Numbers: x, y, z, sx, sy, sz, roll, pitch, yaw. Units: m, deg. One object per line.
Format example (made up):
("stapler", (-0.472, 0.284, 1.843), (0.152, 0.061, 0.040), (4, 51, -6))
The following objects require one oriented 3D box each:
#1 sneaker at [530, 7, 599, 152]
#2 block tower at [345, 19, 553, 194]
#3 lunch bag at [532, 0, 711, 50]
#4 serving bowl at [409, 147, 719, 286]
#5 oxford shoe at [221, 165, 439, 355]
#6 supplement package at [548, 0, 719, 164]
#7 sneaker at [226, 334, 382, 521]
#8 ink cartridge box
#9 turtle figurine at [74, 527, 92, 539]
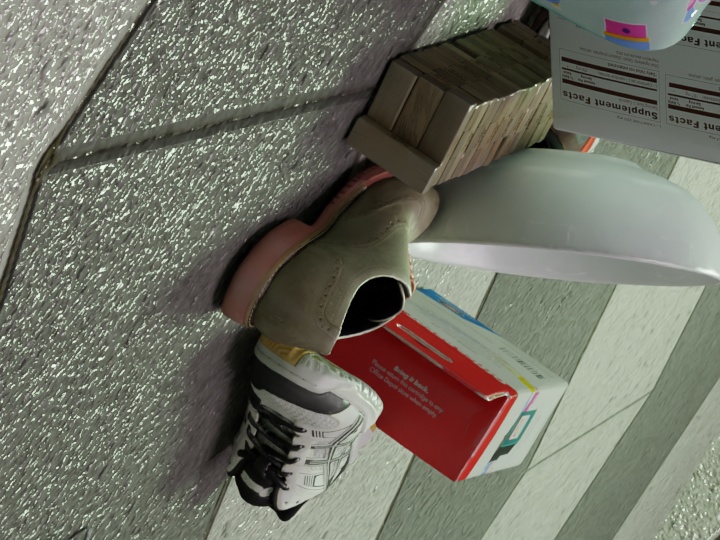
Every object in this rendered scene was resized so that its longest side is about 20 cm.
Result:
("sneaker", (0.125, -0.121, 1.812), (0.082, 0.077, 0.201), (-36, 156, -38))
("block tower", (0.063, -0.095, 1.696), (0.058, 0.054, 0.200), (-63, 165, 23))
("lunch bag", (0.127, -0.213, 1.451), (0.200, 0.160, 0.077), (-56, 172, -26))
("serving bowl", (0.119, -0.034, 1.792), (0.200, 0.199, 0.066), (22, 73, -75))
("oxford shoe", (0.000, 0.000, 1.653), (0.200, 0.074, 0.071), (-37, 156, -53))
("supplement package", (0.208, -0.191, 1.655), (0.191, 0.146, 0.201), (-41, 136, -45))
("sneaker", (-0.038, 0.098, 1.739), (0.088, 0.075, 0.200), (-54, 165, -11))
("ink cartridge box", (0.046, 0.069, 1.871), (0.067, 0.116, 0.200), (-58, 165, 9))
("turtle figurine", (-0.156, 0.222, 1.592), (0.200, 0.101, 0.150), (-35, 156, -41))
